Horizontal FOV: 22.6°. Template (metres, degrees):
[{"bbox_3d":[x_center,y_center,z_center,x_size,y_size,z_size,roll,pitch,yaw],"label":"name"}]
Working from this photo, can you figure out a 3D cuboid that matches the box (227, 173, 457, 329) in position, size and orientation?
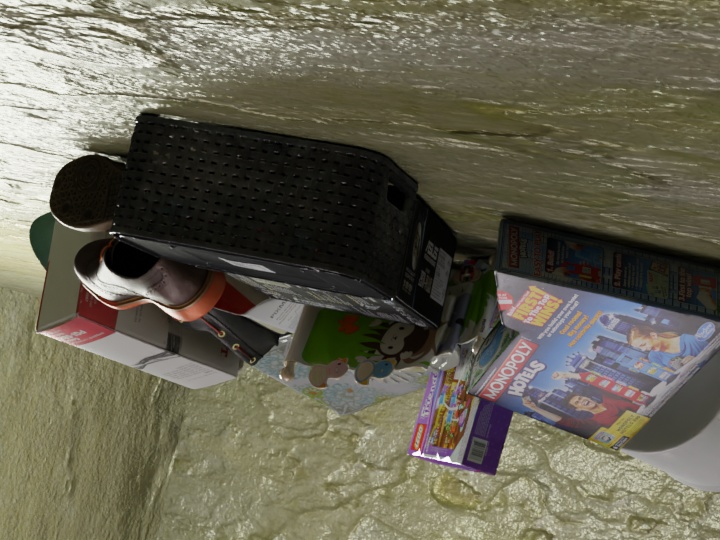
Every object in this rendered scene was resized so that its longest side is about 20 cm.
[{"bbox_3d":[-0.019,-0.017,1.530,0.163,0.086,0.200,10,173,15],"label":"box"}]

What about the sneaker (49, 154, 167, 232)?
[{"bbox_3d":[-0.187,-0.055,1.562,0.200,0.071,0.075,5,164,43],"label":"sneaker"}]

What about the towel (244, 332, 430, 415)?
[{"bbox_3d":[-0.015,0.082,1.885,0.171,0.048,0.200,-21,141,37],"label":"towel"}]

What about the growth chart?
[{"bbox_3d":[0.029,0.048,1.633,0.200,0.145,0.018,-7,131,13],"label":"growth chart"}]

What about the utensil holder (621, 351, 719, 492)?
[{"bbox_3d":[0.308,0.110,1.687,0.170,0.170,0.200,8,171,31],"label":"utensil holder"}]

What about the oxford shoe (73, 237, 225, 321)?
[{"bbox_3d":[-0.195,-0.010,1.544,0.200,0.071,0.073,7,152,50],"label":"oxford shoe"}]

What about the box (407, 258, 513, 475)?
[{"bbox_3d":[0.111,0.087,1.684,0.039,0.200,0.137,19,173,-18],"label":"box"}]

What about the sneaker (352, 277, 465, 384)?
[{"bbox_3d":[0.038,0.056,1.735,0.076,0.081,0.200,32,154,-31],"label":"sneaker"}]

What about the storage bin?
[{"bbox_3d":[-0.071,-0.045,1.352,0.200,0.094,0.135,9,174,17],"label":"storage bin"}]

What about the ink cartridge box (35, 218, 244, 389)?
[{"bbox_3d":[-0.214,0.021,1.823,0.200,0.147,0.083,25,150,-35],"label":"ink cartridge box"}]

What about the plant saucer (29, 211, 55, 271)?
[{"bbox_3d":[-0.258,-0.011,1.933,0.200,0.036,0.200,30,-157,-14],"label":"plant saucer"}]

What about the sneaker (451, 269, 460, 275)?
[{"bbox_3d":[0.130,0.037,1.860,0.082,0.074,0.200,2,180,9],"label":"sneaker"}]

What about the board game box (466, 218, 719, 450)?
[{"bbox_3d":[0.178,0.044,1.487,0.200,0.062,0.200,23,136,-13],"label":"board game box"}]

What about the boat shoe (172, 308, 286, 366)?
[{"bbox_3d":[-0.160,0.029,1.757,0.201,0.063,0.074,34,-169,-33],"label":"boat shoe"}]

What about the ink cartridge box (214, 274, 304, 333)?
[{"bbox_3d":[-0.138,-0.013,1.700,0.162,0.057,0.200,39,-178,25],"label":"ink cartridge box"}]
